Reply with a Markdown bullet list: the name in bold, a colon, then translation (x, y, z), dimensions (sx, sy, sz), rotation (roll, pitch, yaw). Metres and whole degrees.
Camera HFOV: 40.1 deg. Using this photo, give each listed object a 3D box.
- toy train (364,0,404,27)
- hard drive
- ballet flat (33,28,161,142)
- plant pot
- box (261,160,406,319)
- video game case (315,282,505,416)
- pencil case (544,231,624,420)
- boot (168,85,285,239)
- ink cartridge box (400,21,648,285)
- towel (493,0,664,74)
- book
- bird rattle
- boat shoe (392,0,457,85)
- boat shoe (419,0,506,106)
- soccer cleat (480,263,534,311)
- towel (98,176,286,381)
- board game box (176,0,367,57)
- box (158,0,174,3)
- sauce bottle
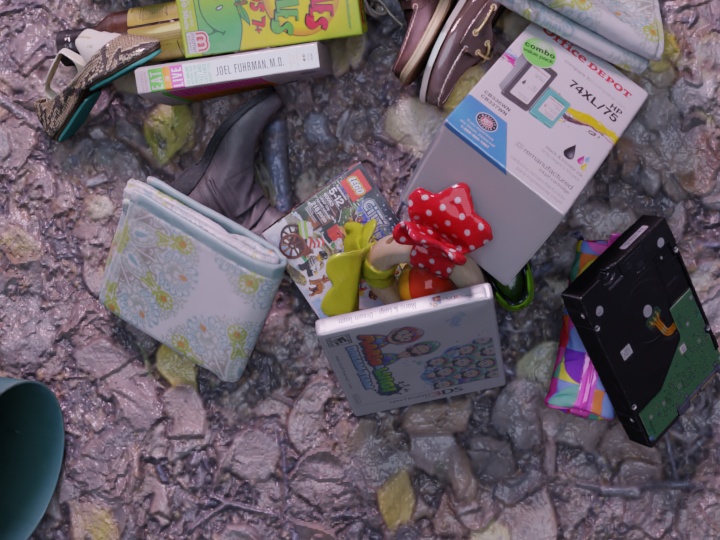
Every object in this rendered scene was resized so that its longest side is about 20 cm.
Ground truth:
- **toy train**: translation (-0.059, -0.307, 1.117), dimensions (0.200, 0.085, 0.116), rotation (45, 110, -5)
- **hard drive**: translation (0.299, 0.064, 1.032), dimensions (0.139, 0.038, 0.202), rotation (-40, 114, -20)
- **ballet flat**: translation (-0.307, -0.221, 1.106), dimensions (0.198, 0.068, 0.076), rotation (-31, 101, 34)
- **plant pot**: translation (-0.453, 0.207, 1.098), dimensions (0.158, 0.200, 0.205), rotation (10, 91, 17)
- **box**: translation (0.000, 0.000, 1.104), dimensions (0.135, 0.038, 0.202), rotation (-34, 99, 5)
- **video game case**: translation (0.060, 0.090, 1.047), dimensions (0.178, 0.201, 0.024), rotation (-12, 56, 5)
- **pencil case**: translation (0.256, 0.060, 1.075), dimensions (0.086, 0.088, 0.205), rotation (10, 92, 6)
- **boot**: translation (-0.127, -0.099, 1.131), dimensions (0.131, 0.070, 0.200), rotation (41, 98, -3)
- **ink cartridge box**: translation (0.167, -0.126, 1.013), dimensions (0.146, 0.147, 0.201), rotation (37, 58, 5)
- **towel**: translation (0.225, -0.298, 1.028), dimensions (0.197, 0.173, 0.048), rotation (24, 131, -8)
- **book**: translation (-0.134, -0.218, 1.088), dimensions (0.195, 0.134, 0.049), rotation (-7, 99, 5)
- **bird rattle**: translation (0.062, -0.007, 1.015), dimensions (0.198, 0.114, 0.163), rotation (-21, 131, 34)
- **boat shoe**: translation (0.070, -0.305, 1.096), dimensions (0.071, 0.072, 0.203), rotation (23, 84, 4)
- **boat shoe**: translation (0.128, -0.270, 1.096), dimensions (0.059, 0.072, 0.203), rotation (26, 87, 8)
- **soccer cleat**: translation (0.141, -0.051, 1.088), dimensions (0.067, 0.081, 0.203), rotation (-25, 87, 5)
- **towel**: translation (-0.192, 0.010, 1.100), dimensions (0.198, 0.048, 0.173), rotation (30, 124, 6)
- **board game box**: translation (-0.097, -0.293, 1.054), dimensions (0.196, 0.048, 0.104), rotation (-5, 106, 10)
- **box**: translation (-0.220, -0.426, 1.116), dimensions (0.124, 0.097, 0.201), rotation (36, 94, 4)
- **sauce bottle**: translation (-0.251, -0.272, 1.136), dimensions (0.195, 0.065, 0.066), rotation (-6, 89, 6)
